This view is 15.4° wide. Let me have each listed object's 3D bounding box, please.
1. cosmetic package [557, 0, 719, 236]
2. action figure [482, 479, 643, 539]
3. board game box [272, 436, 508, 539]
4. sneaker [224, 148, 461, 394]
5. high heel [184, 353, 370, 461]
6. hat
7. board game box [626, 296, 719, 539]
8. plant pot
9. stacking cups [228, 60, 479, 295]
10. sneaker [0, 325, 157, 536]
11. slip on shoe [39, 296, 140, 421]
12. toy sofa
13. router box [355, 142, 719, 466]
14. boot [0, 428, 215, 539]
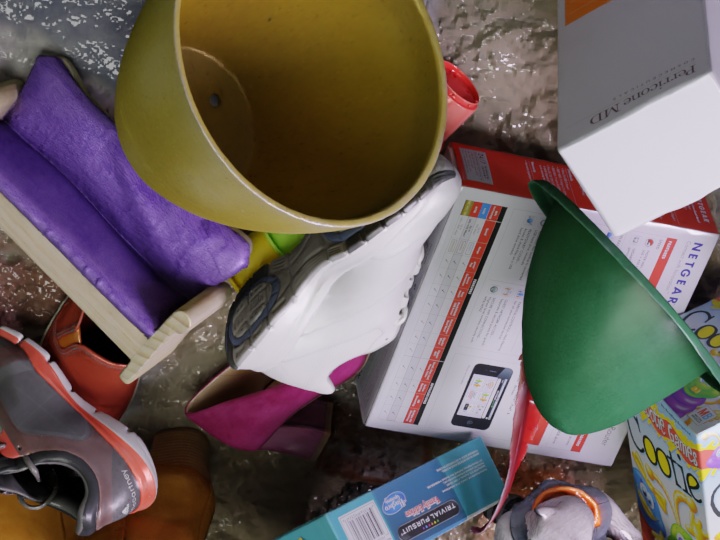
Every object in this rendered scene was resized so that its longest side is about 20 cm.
[{"bbox_3d":[0.173,-0.117,1.546,0.101,0.200,0.071,-27,118,20],"label":"cosmetic package"},{"bbox_3d":[0.098,0.185,1.750,0.199,0.193,0.105,-13,81,-16],"label":"action figure"},{"bbox_3d":[-0.019,0.185,1.756,0.200,0.151,0.047,-32,83,47],"label":"board game box"},{"bbox_3d":[0.000,0.000,1.660,0.087,0.075,0.200,28,125,-28],"label":"sneaker"},{"bbox_3d":[-0.046,0.046,1.751,0.096,0.068,0.201,16,124,-10],"label":"high heel"},{"bbox_3d":[0.106,0.074,1.590,0.176,0.166,0.200,-42,120,-1],"label":"hat"},{"bbox_3d":[0.243,0.129,1.730,0.103,0.105,0.201,-24,131,-14],"label":"board game box"},{"bbox_3d":[-0.068,-0.106,1.597,0.200,0.201,0.142,42,145,-21],"label":"plant pot"},{"bbox_3d":[-0.006,-0.053,1.685,0.060,0.061,0.200,36,119,-18],"label":"stacking cups"},{"bbox_3d":[-0.229,0.104,1.754,0.200,0.082,0.077,32,134,22],"label":"sneaker"},{"bbox_3d":[-0.172,0.050,1.767,0.074,0.061,0.200,20,124,-11],"label":"slip on shoe"},{"bbox_3d":[-0.170,-0.036,1.653,0.200,0.083,0.098,45,111,3],"label":"toy sofa"},{"bbox_3d":[0.111,0.026,1.718,0.179,0.049,0.201,11,124,-17],"label":"router box"},{"bbox_3d":[-0.194,0.180,1.805,0.200,0.144,0.071,-17,120,15],"label":"boot"}]
